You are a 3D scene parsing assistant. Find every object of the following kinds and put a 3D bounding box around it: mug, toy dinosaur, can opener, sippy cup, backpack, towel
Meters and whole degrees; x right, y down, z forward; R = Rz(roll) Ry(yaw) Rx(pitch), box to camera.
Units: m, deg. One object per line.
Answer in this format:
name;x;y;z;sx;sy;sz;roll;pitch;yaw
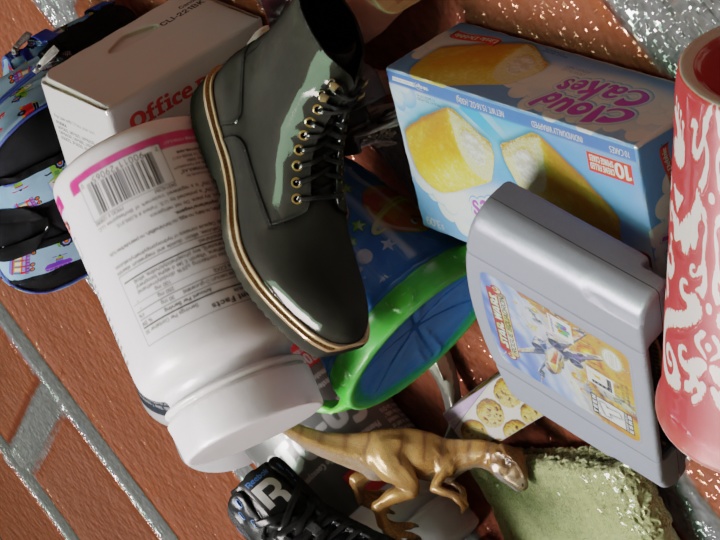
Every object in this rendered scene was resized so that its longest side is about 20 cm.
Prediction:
mug;0.230;-0.017;0.915;0.133;0.177;0.200;-101;3;-57
toy dinosaur;0.014;0.130;1.293;0.200;0.060;0.106;7;121;-2
can opener;-0.038;-0.098;1.219;0.200;0.053;0.067;-10;108;51
sippy cup;0.000;0.000;1.232;0.130;0.178;0.140;45;170;18
backpack;-0.223;-0.088;1.421;0.135;0.200;0.183;33;145;35
towel;0.158;0.184;1.290;0.148;0.036;0.200;61;153;-9

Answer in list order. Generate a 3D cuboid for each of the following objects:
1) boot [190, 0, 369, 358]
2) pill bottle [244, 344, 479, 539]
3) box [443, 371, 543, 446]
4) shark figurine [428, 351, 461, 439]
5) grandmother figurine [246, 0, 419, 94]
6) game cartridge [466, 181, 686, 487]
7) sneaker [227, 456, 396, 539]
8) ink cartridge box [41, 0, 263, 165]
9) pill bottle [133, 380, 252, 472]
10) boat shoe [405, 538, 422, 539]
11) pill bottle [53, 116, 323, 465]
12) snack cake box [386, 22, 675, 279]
boot;-0.026;-0.062;1.110;0.138;0.077;0.200;-42;70;47
pill bottle;-0.009;0.145;1.426;0.200;0.114;0.114;49;151;12
box;0.115;0.075;1.239;0.041;0.039;0.200;52;152;2
shark figurine;0.015;0.042;1.348;0.214;0.128;0.090;37;-175;-11
grandmother figurine;-0.021;-0.158;1.190;0.121;0.061;0.200;55;155;-4
game cartridge;0.123;0.038;1.070;0.133;0.042;0.200;27;155;29
sneaker;-0.037;0.185;1.291;0.112;0.073;0.200;52;159;-13
ink cartridge box;-0.127;-0.076;1.342;0.084;0.144;0.200;24;139;42
pill bottle;-0.132;0.060;1.519;0.120;0.120;0.200;24;138;45
boat shoe;0.100;0.269;1.335;0.200;0.076;0.072;30;163;-9
pill bottle;-0.107;0.014;1.184;0.200;0.113;0.113;65;153;11
snack cake box;0.113;-0.061;1.071;0.200;0.067;0.115;23;137;45
